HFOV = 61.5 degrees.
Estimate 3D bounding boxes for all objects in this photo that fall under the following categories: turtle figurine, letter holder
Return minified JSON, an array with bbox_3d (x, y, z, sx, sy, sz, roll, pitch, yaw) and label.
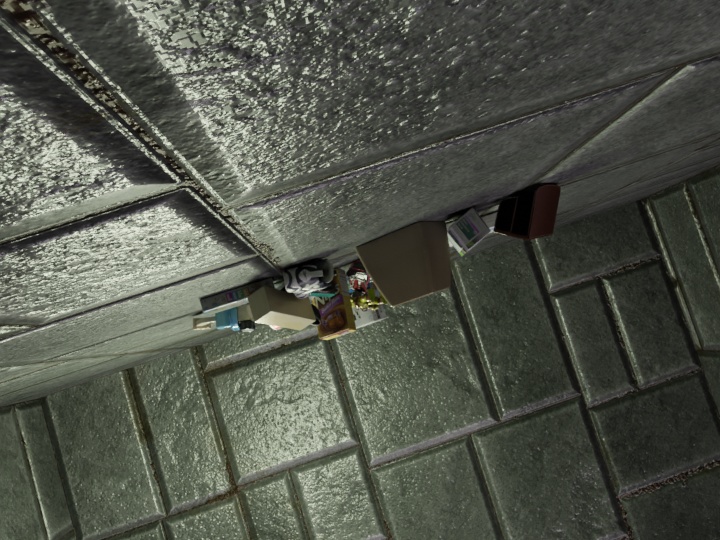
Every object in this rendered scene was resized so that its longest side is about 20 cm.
[{"bbox_3d":[0.000,0.096,1.983,0.199,0.065,0.160,30,153,-29],"label":"turtle figurine"},{"bbox_3d":[0.452,-0.169,1.625,0.100,0.144,0.199,17,-163,32],"label":"letter holder"}]

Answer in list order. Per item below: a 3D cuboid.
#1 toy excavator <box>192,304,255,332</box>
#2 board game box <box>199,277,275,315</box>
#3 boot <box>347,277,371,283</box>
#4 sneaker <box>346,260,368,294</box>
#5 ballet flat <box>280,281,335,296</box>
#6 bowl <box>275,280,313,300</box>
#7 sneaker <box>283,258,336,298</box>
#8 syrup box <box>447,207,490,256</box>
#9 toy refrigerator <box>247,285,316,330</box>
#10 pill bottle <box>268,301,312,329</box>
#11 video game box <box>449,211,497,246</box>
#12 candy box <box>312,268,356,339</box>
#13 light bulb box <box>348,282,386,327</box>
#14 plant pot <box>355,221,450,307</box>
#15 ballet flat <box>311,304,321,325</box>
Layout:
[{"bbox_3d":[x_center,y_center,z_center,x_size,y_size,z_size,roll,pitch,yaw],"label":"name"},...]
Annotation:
[{"bbox_3d":[-0.428,0.146,1.879,0.197,0.102,0.194,-4,171,-9],"label":"toy excavator"},{"bbox_3d":[-0.332,0.072,1.658,0.197,0.035,0.134,-18,175,-11],"label":"board game box"},{"bbox_3d":[0.047,0.011,2.131,0.090,0.074,0.199,-21,179,-44],"label":"boot"},{"bbox_3d":[0.000,0.000,1.971,0.073,0.088,0.201,18,157,5],"label":"sneaker"},{"bbox_3d":[-0.160,0.046,1.750,0.198,0.069,0.068,-1,166,-40],"label":"ballet flat"},{"bbox_3d":[-0.213,0.082,1.874,0.198,0.092,0.201,-18,176,-1],"label":"bowl"},{"bbox_3d":[-0.117,0.021,1.607,0.128,0.081,0.199,-10,166,9],"label":"sneaker"},{"bbox_3d":[0.288,-0.101,1.639,0.081,0.079,0.200,-39,175,2],"label":"syrup box"},{"bbox_3d":[-0.213,0.106,1.644,0.070,0.077,0.199,-31,155,22],"label":"toy refrigerator"},{"bbox_3d":[-0.242,0.135,2.206,0.198,0.115,0.114,-20,175,22],"label":"pill bottle"},{"bbox_3d":[0.375,-0.135,1.912,0.197,0.047,0.182,-19,177,2],"label":"video game box"},{"bbox_3d":[-0.091,0.107,1.930,0.115,0.203,0.056,-20,160,26],"label":"candy box"},{"bbox_3d":[-0.003,0.116,2.372,0.123,0.203,0.198,-21,175,15],"label":"light bulb box"},{"bbox_3d":[0.134,-0.012,1.615,0.198,0.180,0.199,-20,175,28],"label":"plant pot"},{"bbox_3d":[-0.189,0.113,1.779,0.199,0.057,0.067,21,106,-43],"label":"ballet flat"}]
